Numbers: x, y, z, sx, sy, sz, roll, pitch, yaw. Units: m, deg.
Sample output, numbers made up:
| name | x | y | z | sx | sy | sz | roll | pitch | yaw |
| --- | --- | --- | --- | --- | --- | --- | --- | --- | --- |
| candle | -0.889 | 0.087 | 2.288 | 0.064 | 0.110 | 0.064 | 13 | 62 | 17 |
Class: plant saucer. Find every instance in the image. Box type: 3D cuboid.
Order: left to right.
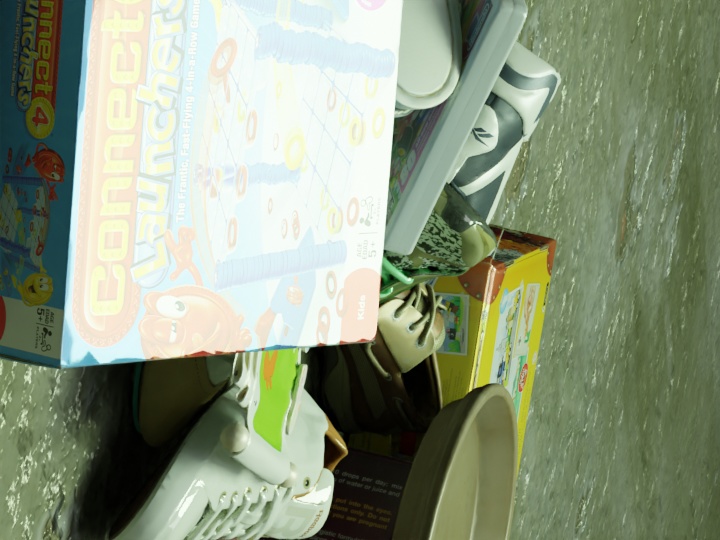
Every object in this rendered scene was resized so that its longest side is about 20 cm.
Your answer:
| name | x | y | z | sx | sy | sz | roll | pitch | yaw |
| --- | --- | --- | --- | --- | --- | --- | --- | --- | --- |
| plant saucer | 0.051 | 0.162 | 1.739 | 0.200 | 0.029 | 0.200 | 10 | 90 | -75 |

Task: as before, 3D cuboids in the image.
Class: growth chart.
| name | x | y | z | sx | sy | sz | roll | pitch | yaw |
| --- | --- | --- | --- | --- | --- | --- | --- | --- | --- |
| growth chart | -0.033 | 0.007 | 1.459 | 0.145 | 0.018 | 0.200 | 18 | 83 | -76 |

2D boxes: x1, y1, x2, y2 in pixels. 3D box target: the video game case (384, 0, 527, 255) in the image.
| name | x | y | z | sx | sy | sz | roll | pitch | yaw |
| --- | --- | --- | --- | --- | --- | --- | --- | --- | --- |
| video game case | 0.031 | -0.119 | 1.500 | 0.200 | 0.018 | 0.143 | -103 | -146 | -56 |

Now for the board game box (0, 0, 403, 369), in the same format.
| name | x | y | z | sx | sy | sz | roll | pitch | yaw |
| --- | --- | --- | --- | --- | --- | --- | --- | --- | --- |
| board game box | -0.070 | -0.063 | 1.303 | 0.196 | 0.056 | 0.200 | -4 | 101 | -48 |

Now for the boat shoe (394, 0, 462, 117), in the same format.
| name | x | y | z | sx | sy | sz | roll | pitch | yaw |
| --- | --- | --- | --- | --- | --- | --- | --- | --- | --- |
| boat shoe | 0.006 | -0.172 | 1.414 | 0.075 | 0.062 | 0.200 | -10 | 92 | -37 |

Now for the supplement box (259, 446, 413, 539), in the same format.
| name | x | y | z | sx | sy | sz | roll | pitch | yaw |
| --- | --- | --- | --- | --- | --- | --- | --- | --- | --- |
| supplement box | -0.027 | 0.211 | 1.717 | 0.110 | 0.086 | 0.200 | 77 | 30 | -53 |

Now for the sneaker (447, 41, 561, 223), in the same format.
| name | x | y | z | sx | sy | sz | roll | pitch | yaw |
| --- | --- | --- | --- | --- | --- | --- | --- | --- | --- |
| sneaker | 0.050 | -0.066 | 1.790 | 0.130 | 0.079 | 0.199 | -54 | -172 | -9 |

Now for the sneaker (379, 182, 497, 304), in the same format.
| name | x | y | z | sx | sy | sz | roll | pitch | yaw |
| --- | --- | --- | --- | --- | --- | --- | --- | --- | --- |
| sneaker | 0.000 | 0.000 | 1.563 | 0.089 | 0.077 | 0.200 | -53 | -165 | -24 |

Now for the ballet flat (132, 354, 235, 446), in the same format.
| name | x | y | z | sx | sy | sz | roll | pitch | yaw |
| --- | --- | --- | --- | --- | --- | --- | --- | --- | --- |
| ballet flat | -0.066 | -0.005 | 1.490 | 0.069 | 0.063 | 0.200 | -2 | 104 | -72 |

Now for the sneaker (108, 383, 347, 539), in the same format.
| name | x | y | z | sx | sy | sz | roll | pitch | yaw |
| --- | --- | --- | --- | --- | --- | --- | --- | --- | --- |
| sneaker | -0.057 | 0.109 | 1.530 | 0.073 | 0.085 | 0.200 | -49 | 177 | 29 |

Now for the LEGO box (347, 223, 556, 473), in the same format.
| name | x | y | z | sx | sy | sz | roll | pitch | yaw |
| --- | --- | --- | --- | --- | --- | --- | --- | --- | --- |
| LEGO box | 0.054 | 0.076 | 1.898 | 0.149 | 0.077 | 0.200 | -20 | 120 | -70 |

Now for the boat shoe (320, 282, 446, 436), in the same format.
| name | x | y | z | sx | sy | sz | roll | pitch | yaw |
| --- | --- | --- | --- | --- | --- | --- | --- | --- | --- |
| boat shoe | 0.015 | 0.024 | 1.745 | 0.200 | 0.074 | 0.076 | 80 | 27 | -50 |
